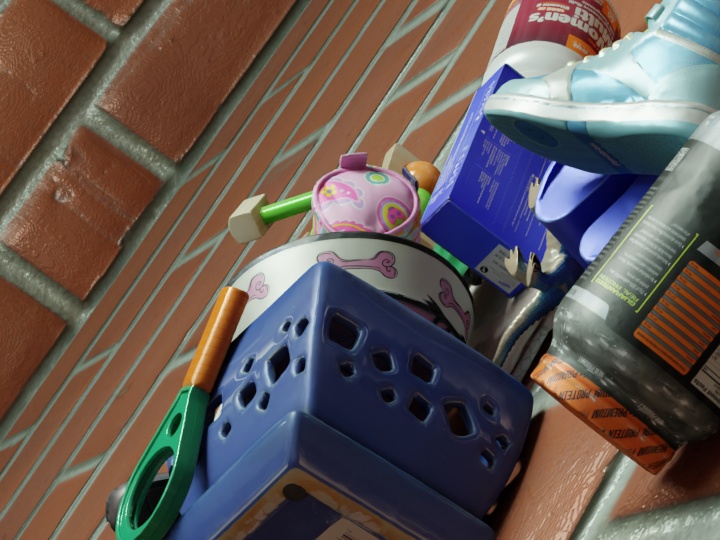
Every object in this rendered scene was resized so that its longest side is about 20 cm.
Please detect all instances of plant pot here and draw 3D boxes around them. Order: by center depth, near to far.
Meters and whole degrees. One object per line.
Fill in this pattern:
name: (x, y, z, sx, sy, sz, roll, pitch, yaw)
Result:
plant pot: (-0.017, 0.147, 1.622, 0.200, 0.200, 0.180, -45, 21, 33)

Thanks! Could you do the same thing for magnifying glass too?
magnifying glass: (-0.123, 0.104, 1.631, 0.080, 0.022, 0.200, -17, 50, 61)

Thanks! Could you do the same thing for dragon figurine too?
dragon figurine: (0.165, -0.007, 1.707, 0.059, 0.099, 0.200, 175, 113, -71)

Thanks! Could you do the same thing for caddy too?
caddy: (0.217, -0.057, 1.572, 0.200, 0.105, 0.141, -50, 36, 6)

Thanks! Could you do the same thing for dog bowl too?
dog bowl: (-0.011, 0.065, 1.737, 0.200, 0.200, 0.074, -43, 35, 33)

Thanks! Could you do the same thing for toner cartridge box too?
toner cartridge box: (0.117, -0.074, 1.841, 0.043, 0.095, 0.200, -43, 14, 38)

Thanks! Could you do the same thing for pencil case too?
pencil case: (0.000, 0.000, 1.798, 0.200, 0.087, 0.087, 93, -158, -52)

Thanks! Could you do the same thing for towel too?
towel: (0.130, 0.016, 1.832, 0.191, 0.032, 0.200, -55, 12, -12)

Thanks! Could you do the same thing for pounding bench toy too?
pounding bench toy: (0.004, -0.033, 2.025, 0.156, 0.200, 0.124, -46, 13, 26)

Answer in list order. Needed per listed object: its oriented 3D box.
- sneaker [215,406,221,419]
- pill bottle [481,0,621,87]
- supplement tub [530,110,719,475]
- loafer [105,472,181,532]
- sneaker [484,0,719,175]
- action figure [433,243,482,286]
sneaker: (-0.098, 0.181, 1.948, 0.079, 0.074, 0.200, 147, 140, -78)
pill bottle: (0.165, -0.169, 2.048, 0.110, 0.110, 0.200, -43, 15, 33)
supplement tub: (0.199, 0.015, 1.378, 0.200, 0.123, 0.123, -51, 12, -1)
loafer: (-0.118, 0.187, 1.732, 0.063, 0.200, 0.072, 11, 89, 45)
sneaker: (0.180, -0.133, 1.520, 0.200, 0.080, 0.131, 9, 70, 41)
action figure: (0.089, -0.019, 1.869, 0.118, 0.055, 0.200, -54, 11, 49)
